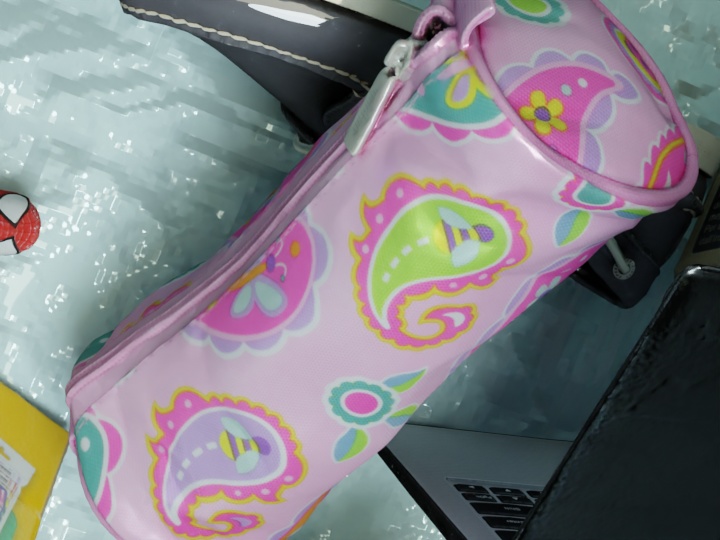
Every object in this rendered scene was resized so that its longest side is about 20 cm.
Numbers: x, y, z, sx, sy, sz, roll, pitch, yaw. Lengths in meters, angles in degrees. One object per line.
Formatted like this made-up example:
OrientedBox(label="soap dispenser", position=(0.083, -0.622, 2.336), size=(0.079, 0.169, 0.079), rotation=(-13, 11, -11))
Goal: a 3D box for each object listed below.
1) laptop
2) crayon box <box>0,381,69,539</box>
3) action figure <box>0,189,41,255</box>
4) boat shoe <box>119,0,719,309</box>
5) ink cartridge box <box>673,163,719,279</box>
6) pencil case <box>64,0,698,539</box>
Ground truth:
OrientedBox(label="laptop", position=(0.124, 0.036, 0.770), size=(0.186, 0.200, 0.117), rotation=(8, 104, -19))
OrientedBox(label="crayon box", position=(-0.161, 0.090, 0.731), size=(0.126, 0.201, 0.051), rotation=(39, 129, -21))
OrientedBox(label="action figure", position=(-0.163, -0.018, 0.719), size=(0.199, 0.051, 0.066), rotation=(3, 101, -49))
OrientedBox(label="boat shoe", position=(0.014, -0.042, 0.789), size=(0.199, 0.073, 0.063), rotation=(19, 93, -25))
OrientedBox(label="ink cartridge box", position=(0.221, 0.010, 0.813), size=(0.199, 0.164, 0.076), rotation=(31, 71, -22))
OrientedBox(label="pencil case", position=(0.000, 0.000, 0.742), size=(0.087, 0.088, 0.200), rotation=(31, 127, -21))
